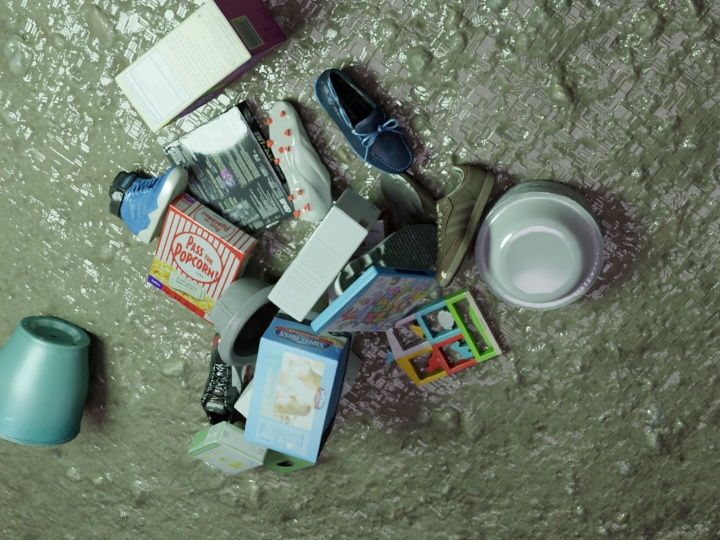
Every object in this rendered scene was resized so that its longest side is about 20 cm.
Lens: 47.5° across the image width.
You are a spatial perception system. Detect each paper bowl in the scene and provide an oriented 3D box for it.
[{"bbox_3d":[0.279,-0.031,1.285,0.198,0.105,0.203,5,115,10],"label":"paper bowl"}]

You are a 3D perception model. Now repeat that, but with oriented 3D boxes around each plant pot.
[{"bbox_3d":[-0.601,0.195,1.541,0.198,0.200,0.190,22,101,3],"label":"plant pot"}]

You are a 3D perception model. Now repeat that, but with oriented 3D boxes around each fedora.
[{"bbox_3d":[-0.186,0.074,1.411,0.090,0.199,0.178,40,108,23],"label":"fedora"}]

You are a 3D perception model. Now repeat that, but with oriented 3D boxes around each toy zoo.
[{"bbox_3d":[0.131,0.123,1.429,0.199,0.020,0.132,-25,105,21],"label":"toy zoo"}]

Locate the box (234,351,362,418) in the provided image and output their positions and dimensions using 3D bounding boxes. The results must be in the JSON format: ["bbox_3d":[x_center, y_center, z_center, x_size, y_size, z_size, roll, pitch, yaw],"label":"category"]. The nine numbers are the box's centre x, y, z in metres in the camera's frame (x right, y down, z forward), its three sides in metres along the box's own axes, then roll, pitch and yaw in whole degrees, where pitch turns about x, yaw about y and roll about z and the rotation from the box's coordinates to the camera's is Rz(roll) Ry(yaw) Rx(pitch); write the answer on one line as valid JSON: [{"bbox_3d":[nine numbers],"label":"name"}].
[{"bbox_3d":[-0.111,0.204,1.476,0.124,0.098,0.200,43,115,-7],"label":"box"}]

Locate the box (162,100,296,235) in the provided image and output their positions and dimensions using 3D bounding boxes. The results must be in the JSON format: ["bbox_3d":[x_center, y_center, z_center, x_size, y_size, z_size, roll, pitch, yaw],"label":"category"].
[{"bbox_3d":[-0.213,-0.157,1.374,0.159,0.044,0.201,-25,105,21],"label":"box"}]

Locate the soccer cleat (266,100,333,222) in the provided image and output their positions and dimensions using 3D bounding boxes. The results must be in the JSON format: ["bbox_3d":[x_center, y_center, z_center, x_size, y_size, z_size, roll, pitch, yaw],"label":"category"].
[{"bbox_3d":[-0.095,-0.177,1.332,0.069,0.077,0.202,-17,90,45],"label":"soccer cleat"}]

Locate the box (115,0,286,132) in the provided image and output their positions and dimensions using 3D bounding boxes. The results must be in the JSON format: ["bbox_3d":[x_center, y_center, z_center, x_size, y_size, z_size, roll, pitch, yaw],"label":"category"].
[{"bbox_3d":[-0.236,-0.320,1.235,0.199,0.176,0.097,-30,103,22],"label":"box"}]

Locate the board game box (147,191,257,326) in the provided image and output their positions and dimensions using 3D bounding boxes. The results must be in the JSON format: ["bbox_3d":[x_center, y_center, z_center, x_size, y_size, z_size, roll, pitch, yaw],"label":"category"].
[{"bbox_3d":[-0.277,-0.016,1.412,0.151,0.046,0.201,32,132,4],"label":"board game box"}]

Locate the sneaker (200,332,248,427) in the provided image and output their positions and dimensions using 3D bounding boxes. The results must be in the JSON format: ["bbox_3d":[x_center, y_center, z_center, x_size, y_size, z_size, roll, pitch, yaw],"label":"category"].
[{"bbox_3d":[-0.252,0.210,1.510,0.070,0.098,0.203,9,113,10],"label":"sneaker"}]

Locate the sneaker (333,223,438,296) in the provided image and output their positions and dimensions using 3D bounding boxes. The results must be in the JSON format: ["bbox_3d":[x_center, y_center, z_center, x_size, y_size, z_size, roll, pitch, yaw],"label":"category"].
[{"bbox_3d":[0.043,-0.015,1.303,0.198,0.088,0.075,-24,90,-15],"label":"sneaker"}]

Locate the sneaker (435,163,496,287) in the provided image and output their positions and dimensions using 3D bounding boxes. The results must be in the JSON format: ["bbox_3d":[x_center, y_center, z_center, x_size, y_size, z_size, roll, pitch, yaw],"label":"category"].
[{"bbox_3d":[0.145,-0.072,1.280,0.075,0.071,0.202,22,76,8],"label":"sneaker"}]

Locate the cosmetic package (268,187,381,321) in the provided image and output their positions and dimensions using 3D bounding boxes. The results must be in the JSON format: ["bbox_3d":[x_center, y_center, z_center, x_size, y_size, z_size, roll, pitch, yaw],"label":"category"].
[{"bbox_3d":[-0.057,-0.025,1.295,0.074,0.102,0.201,35,115,-2],"label":"cosmetic package"}]

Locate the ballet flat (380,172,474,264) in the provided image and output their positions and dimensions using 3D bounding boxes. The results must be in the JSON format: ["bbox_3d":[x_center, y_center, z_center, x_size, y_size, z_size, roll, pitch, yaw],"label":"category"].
[{"bbox_3d":[0.112,-0.092,1.333,0.200,0.046,0.067,43,138,-1],"label":"ballet flat"}]

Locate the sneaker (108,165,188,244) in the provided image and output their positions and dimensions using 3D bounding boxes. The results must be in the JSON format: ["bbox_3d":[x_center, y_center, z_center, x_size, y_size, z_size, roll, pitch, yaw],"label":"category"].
[{"bbox_3d":[-0.367,-0.133,1.379,0.111,0.077,0.200,38,143,-5],"label":"sneaker"}]

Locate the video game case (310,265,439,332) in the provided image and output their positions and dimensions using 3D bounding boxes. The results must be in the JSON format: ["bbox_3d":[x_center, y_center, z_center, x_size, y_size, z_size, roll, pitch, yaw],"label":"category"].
[{"bbox_3d":[0.031,0.047,1.264,0.143,0.199,0.018,-43,65,26],"label":"video game case"}]

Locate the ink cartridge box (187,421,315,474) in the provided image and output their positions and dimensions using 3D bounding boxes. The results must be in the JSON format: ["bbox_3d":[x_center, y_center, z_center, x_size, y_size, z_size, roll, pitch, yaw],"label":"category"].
[{"bbox_3d":[-0.205,0.351,1.525,0.199,0.048,0.145,32,147,-19],"label":"ink cartridge box"}]

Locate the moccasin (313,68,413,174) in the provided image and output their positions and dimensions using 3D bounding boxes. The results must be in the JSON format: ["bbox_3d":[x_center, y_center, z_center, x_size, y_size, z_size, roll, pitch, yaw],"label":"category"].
[{"bbox_3d":[0.004,-0.226,1.266,0.200,0.068,0.081,41,74,-8],"label":"moccasin"}]

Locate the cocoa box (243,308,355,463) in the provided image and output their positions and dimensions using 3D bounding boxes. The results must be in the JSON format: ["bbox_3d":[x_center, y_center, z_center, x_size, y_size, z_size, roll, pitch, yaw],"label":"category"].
[{"bbox_3d":[-0.099,0.183,1.337,0.132,0.131,0.202,16,114,7],"label":"cocoa box"}]

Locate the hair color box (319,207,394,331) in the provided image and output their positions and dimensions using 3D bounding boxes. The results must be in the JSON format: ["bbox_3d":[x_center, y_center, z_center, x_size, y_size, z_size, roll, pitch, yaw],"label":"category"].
[{"bbox_3d":[0.000,0.000,1.383,0.110,0.064,0.202,0,114,13],"label":"hair color box"}]
